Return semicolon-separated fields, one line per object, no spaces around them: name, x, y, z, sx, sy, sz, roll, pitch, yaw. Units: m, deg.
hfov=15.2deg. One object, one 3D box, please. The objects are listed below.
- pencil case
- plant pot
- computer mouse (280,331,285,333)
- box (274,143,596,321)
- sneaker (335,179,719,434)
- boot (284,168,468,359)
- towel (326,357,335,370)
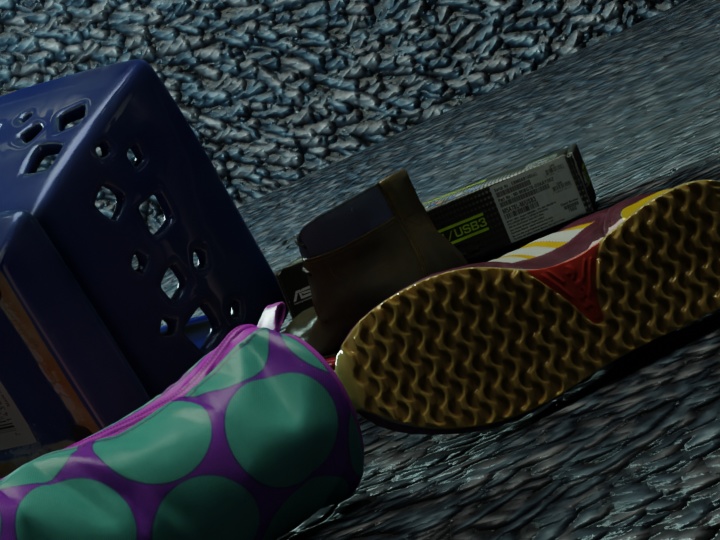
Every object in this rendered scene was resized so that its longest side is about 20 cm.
pencil case;-0.099;0.096;1.131;0.199;0.093;0.085;-27;6;-25
plant pot;-0.191;0.016;1.626;0.199;0.201;0.180;-13;29;35
computer mouse;-0.106;0.063;1.745;0.199;0.034;0.059;-22;6;26
box;0.052;-0.024;1.716;0.199;0.048;0.193;-22;4;7
sneaker;0.081;0.022;1.202;0.199;0.075;0.090;-19;-3;-8
boot;0.000;0.000;1.546;0.074;0.097;0.200;-28;7;-31
towel;-0.103;0.098;1.482;0.199;0.023;0.145;-25;3;-20
